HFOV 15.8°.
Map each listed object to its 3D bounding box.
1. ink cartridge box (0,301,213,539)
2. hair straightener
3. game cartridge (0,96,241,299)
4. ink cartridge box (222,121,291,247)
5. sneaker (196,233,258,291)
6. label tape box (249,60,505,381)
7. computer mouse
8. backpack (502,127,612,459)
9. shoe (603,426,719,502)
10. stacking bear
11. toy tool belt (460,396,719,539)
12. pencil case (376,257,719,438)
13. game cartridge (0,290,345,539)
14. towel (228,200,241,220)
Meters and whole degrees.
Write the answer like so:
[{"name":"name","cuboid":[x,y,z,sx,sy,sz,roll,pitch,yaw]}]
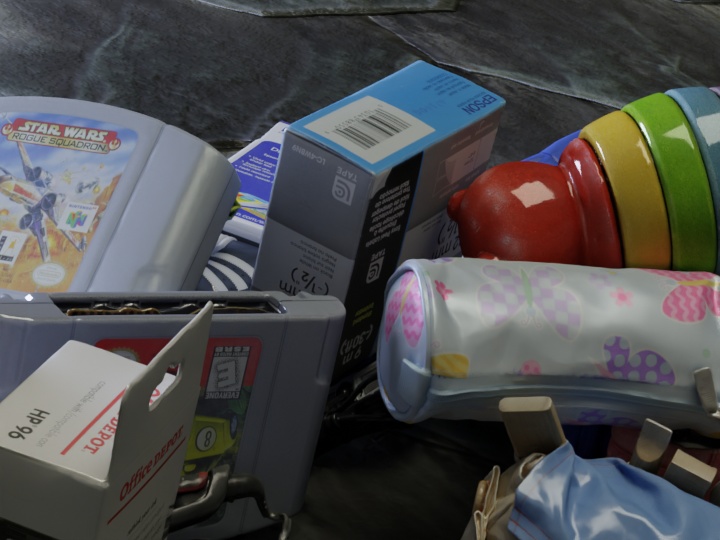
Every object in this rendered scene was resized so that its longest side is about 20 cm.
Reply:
[{"name":"ink cartridge box","cuboid":[-0.128,0.110,1.118,0.067,0.201,0.116,18,23,10]},{"name":"hair straightener","cuboid":[-0.117,0.142,1.260,0.199,0.041,0.077,-5,69,-35]},{"name":"game cartridge","cuboid":[-0.168,-0.028,1.373,0.199,0.134,0.042,9,-24,27]},{"name":"ink cartridge box","cuboid":[-0.004,-0.028,1.717,0.197,0.047,0.200,19,21,14]},{"name":"sneaker","cuboid":[-0.064,0.032,1.507,0.108,0.071,0.200,15,20,7]},{"name":"label tape box","cuboid":[0.000,0.000,1.432,0.066,0.201,0.143,25,30,23]},{"name":"computer mouse","cuboid":[0.010,0.073,1.453,0.044,0.109,0.200,58,22,-2]},{"name":"backpack","cuboid":[0.158,0.043,1.508,0.167,0.163,0.200,-32,55,-32]},{"name":"shoe","cuboid":[0.220,0.134,1.406,0.199,0.092,0.072,12,23,-5]},{"name":"stacking bear","cuboid":[0.149,-0.035,1.403,0.199,0.114,0.122,-15,48,-7]},{"name":"toy tool belt","cuboid":[0.149,0.142,1.290,0.199,0.123,0.125,21,34,8]},{"name":"pencil case","cuboid":[0.108,0.043,1.339,0.199,0.083,0.091,5,51,-17]},{"name":"game cartridge","cuboid":[-0.107,0.076,1.295,0.199,0.134,0.041,-1,28,-31]},{"name":"towel","cuboid":[-0.153,0.002,1.465,0.143,0.023,0.200,-23,7,17]}]
